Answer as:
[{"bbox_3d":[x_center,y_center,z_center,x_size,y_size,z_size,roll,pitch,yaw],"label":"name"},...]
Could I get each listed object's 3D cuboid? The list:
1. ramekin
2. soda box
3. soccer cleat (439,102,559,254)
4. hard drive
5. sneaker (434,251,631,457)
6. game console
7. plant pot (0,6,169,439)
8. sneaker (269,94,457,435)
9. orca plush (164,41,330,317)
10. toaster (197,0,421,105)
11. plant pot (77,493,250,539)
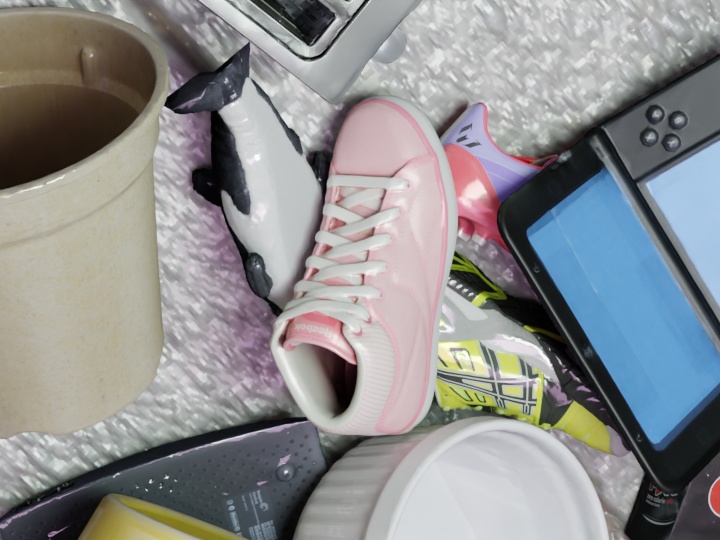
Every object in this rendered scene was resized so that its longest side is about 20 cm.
[{"bbox_3d":[0.048,0.186,1.586,0.200,0.105,0.201,-1,91,-43],"label":"ramekin"},{"bbox_3d":[0.237,0.097,1.665,0.071,0.063,0.200,13,105,-19],"label":"soda box"},{"bbox_3d":[0.124,-0.026,1.590,0.200,0.067,0.077,30,89,-23],"label":"soccer cleat"},{"bbox_3d":[-0.111,0.167,1.605,0.200,0.042,0.135,-18,113,-8],"label":"hard drive"},{"bbox_3d":[0.084,0.057,1.610,0.200,0.075,0.076,36,105,-14],"label":"sneaker"},{"bbox_3d":[0.205,-0.003,1.545,0.176,0.116,0.200,-30,97,13],"label":"game console"},{"bbox_3d":[-0.189,-0.017,1.448,0.200,0.201,0.184,-15,125,-10],"label":"plant pot"},{"bbox_3d":[0.000,0.000,1.509,0.105,0.075,0.201,-8,100,-60],"label":"sneaker"},{"bbox_3d":[-0.075,-0.044,1.518,0.200,0.071,0.105,54,48,-52],"label":"orca plush"},{"bbox_3d":[-0.030,-0.217,1.442,0.200,0.119,0.181,38,96,-24],"label":"toaster"},{"bbox_3d":[-0.119,0.239,1.511,0.200,0.201,0.189,23,88,-22],"label":"plant pot"}]
